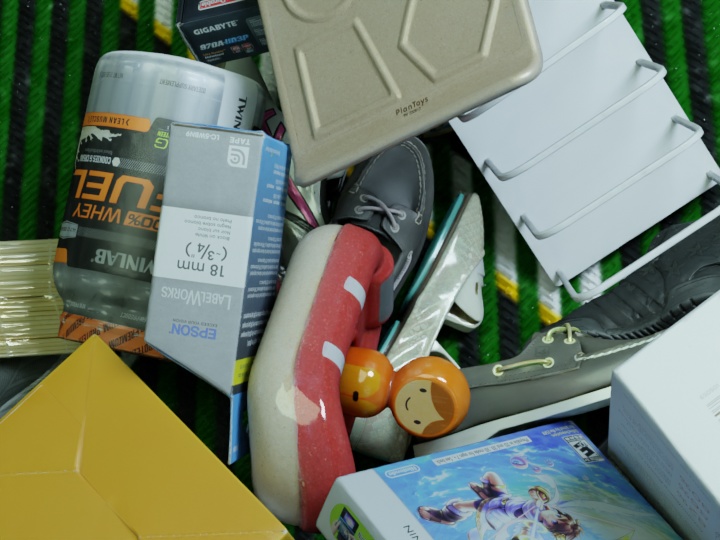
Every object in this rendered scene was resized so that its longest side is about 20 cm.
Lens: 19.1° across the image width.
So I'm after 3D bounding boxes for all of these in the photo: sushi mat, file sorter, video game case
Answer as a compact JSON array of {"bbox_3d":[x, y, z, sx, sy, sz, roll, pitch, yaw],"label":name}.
[{"bbox_3d":[-0.217,0.018,1.524,0.199,0.012,0.096,-3,63,-15],"label":"sushi mat"},{"bbox_3d":[0.139,-0.100,1.406,0.139,0.125,0.200,-33,98,4],"label":"file sorter"},{"bbox_3d":[0.104,0.178,1.266,0.199,0.046,0.181,-10,46,-39],"label":"video game case"}]

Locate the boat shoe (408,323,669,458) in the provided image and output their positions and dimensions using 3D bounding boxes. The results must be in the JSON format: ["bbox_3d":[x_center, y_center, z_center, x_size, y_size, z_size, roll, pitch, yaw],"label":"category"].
[{"bbox_3d":[0.119,0.069,1.378,0.201,0.072,0.061,-21,81,20],"label":"boat shoe"}]

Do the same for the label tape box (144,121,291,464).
[{"bbox_3d":[-0.090,0.013,1.342,0.063,0.144,0.201,7,90,5],"label":"label tape box"}]

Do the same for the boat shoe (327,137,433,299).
[{"bbox_3d":[0.000,0.000,1.463,0.067,0.057,0.201,23,90,0],"label":"boat shoe"}]

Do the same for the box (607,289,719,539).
[{"bbox_3d":[0.233,0.112,1.267,0.106,0.200,0.152,-36,73,-6],"label":"box"}]

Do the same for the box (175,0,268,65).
[{"bbox_3d":[-0.023,-0.230,1.468,0.199,0.046,0.159,-11,49,17],"label":"box"}]

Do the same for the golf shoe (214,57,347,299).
[{"bbox_3d":[-0.055,-0.075,1.550,0.092,0.073,0.201,-18,68,1],"label":"golf shoe"}]

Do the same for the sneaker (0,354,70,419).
[{"bbox_3d":[-0.266,0.063,1.529,0.074,0.079,0.200,27,71,30],"label":"sneaker"}]

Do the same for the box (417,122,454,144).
[{"bbox_3d":[0.043,-0.216,1.559,0.114,0.132,0.201,-23,58,3],"label":"box"}]

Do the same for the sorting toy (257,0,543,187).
[{"bbox_3d":[0.020,-0.169,1.346,0.185,0.036,0.201,-23,64,28],"label":"sorting toy"}]

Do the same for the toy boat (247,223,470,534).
[{"bbox_3d":[0.004,0.073,1.341,0.130,0.131,0.200,11,51,9],"label":"toy boat"}]

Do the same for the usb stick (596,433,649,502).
[{"bbox_3d":[0.178,0.128,1.390,0.200,0.033,0.055,-44,66,-10],"label":"usb stick"}]

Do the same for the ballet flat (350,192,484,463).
[{"bbox_3d":[0.049,0.042,1.468,0.062,0.067,0.200,29,75,-1],"label":"ballet flat"}]

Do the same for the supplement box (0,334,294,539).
[{"bbox_3d":[-0.126,0.184,1.349,0.133,0.200,0.197,-43,59,-9],"label":"supplement box"}]

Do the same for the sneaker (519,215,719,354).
[{"bbox_3d":[0.203,0.017,1.427,0.199,0.060,0.104,-20,29,29],"label":"sneaker"}]

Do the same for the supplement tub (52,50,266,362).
[{"bbox_3d":[-0.141,-0.042,1.467,0.122,0.122,0.201,9,86,21],"label":"supplement tub"}]
